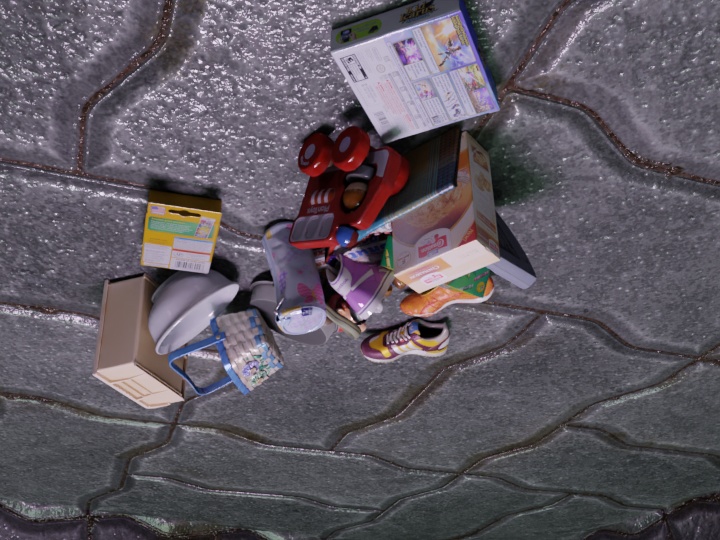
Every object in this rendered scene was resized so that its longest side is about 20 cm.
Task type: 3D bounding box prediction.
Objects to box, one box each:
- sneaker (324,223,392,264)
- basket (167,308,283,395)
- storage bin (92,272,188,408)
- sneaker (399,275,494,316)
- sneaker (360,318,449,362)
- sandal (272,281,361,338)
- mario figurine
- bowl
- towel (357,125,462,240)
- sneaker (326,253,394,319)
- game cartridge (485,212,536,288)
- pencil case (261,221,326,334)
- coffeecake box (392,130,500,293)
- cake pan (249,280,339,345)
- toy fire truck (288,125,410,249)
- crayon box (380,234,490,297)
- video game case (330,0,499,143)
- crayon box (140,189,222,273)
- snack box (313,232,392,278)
[{"bbox_3d":[0.000,-0.068,1.441,0.106,0.068,0.202,7,145,-9],"label":"sneaker"},{"bbox_3d":[-0.267,0.173,1.653,0.197,0.141,0.177,-21,149,3],"label":"basket"},{"bbox_3d":[-0.425,0.143,1.645,0.092,0.203,0.199,-13,147,15],"label":"storage bin"},{"bbox_3d":[0.165,0.035,1.634,0.197,0.074,0.078,-20,123,21],"label":"sneaker"},{"bbox_3d":[0.096,0.144,1.799,0.196,0.076,0.091,-7,141,-3],"label":"sneaker"},{"bbox_3d":[-0.083,0.082,1.536,0.200,0.058,0.080,37,178,-24],"label":"sandal"},{"bbox_3d":[0.016,0.075,1.642,0.122,0.108,0.200,17,143,-31],"label":"mario figurine"},{"bbox_3d":[-0.335,0.060,1.579,0.201,0.091,0.201,-41,173,-6],"label":"bowl"},{"bbox_3d":[0.069,-0.131,1.267,0.198,0.148,0.022,-25,126,32],"label":"towel"},{"bbox_3d":[0.000,0.000,1.456,0.114,0.201,0.073,40,109,-2],"label":"sneaker"},{"bbox_3d":[0.208,-0.058,1.341,0.041,0.201,0.132,-42,132,19],"label":"game cartridge"},{"bbox_3d":[-0.118,0.013,1.442,0.089,0.202,0.084,-6,145,-11],"label":"pencil case"},{"bbox_3d":[0.127,-0.089,1.281,0.152,0.203,0.073,-24,142,32],"label":"coffeecake box"},{"bbox_3d":[-0.138,0.090,1.653,0.197,0.037,0.201,21,155,10],"label":"cake pan"},{"bbox_3d":[-0.023,-0.113,1.242,0.111,0.171,0.198,26,164,-38],"label":"toy fire truck"},{"bbox_3d":[0.136,-0.005,1.465,0.117,0.059,0.199,15,178,33],"label":"crayon box"},{"bbox_3d":[0.079,-0.272,1.130,0.178,0.046,0.200,-12,147,19],"label":"video game case"},{"bbox_3d":[-0.312,-0.073,1.437,0.124,0.052,0.201,8,148,-14],"label":"crayon box"},{"bbox_3d":[0.004,-0.033,1.540,0.197,0.025,0.072,-15,146,21],"label":"snack box"}]
